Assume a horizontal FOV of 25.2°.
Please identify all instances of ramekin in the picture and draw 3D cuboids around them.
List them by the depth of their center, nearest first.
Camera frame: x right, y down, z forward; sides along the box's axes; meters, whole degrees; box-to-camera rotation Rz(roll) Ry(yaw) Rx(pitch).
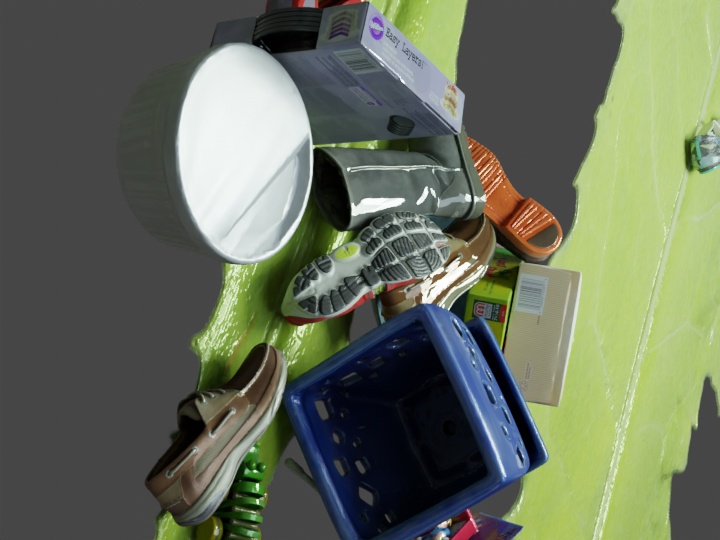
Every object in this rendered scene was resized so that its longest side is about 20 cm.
[{"bbox_3d":[-0.138,-0.106,1.488,0.202,0.094,0.203,0,90,-55],"label":"ramekin"}]

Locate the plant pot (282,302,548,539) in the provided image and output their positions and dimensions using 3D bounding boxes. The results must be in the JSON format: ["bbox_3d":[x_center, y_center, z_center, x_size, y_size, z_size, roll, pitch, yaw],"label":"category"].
[{"bbox_3d":[0.067,0.162,1.660,0.180,0.200,0.200,1,61,-62],"label":"plant pot"}]

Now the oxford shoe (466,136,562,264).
[{"bbox_3d":[0.142,-0.080,1.864,0.071,0.073,0.200,-40,82,-23],"label":"oxford shoe"}]

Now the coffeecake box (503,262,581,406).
[{"bbox_3d":[0.211,0.074,1.872,0.200,0.073,0.154,16,84,-82],"label":"coffeecake box"}]

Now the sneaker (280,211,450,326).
[{"bbox_3d":[0.000,0.000,1.671,0.200,0.085,0.077,-23,80,-27],"label":"sneaker"}]

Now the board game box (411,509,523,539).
[{"bbox_3d":[0.078,0.287,1.731,0.158,0.200,0.039,-25,95,-15],"label":"board game box"}]

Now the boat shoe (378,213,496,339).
[{"bbox_3d":[0.083,-0.008,1.757,0.200,0.076,0.074,-52,127,-41],"label":"boat shoe"}]

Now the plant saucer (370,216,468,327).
[{"bbox_3d":[0.059,0.014,1.819,0.201,0.039,0.201,0,91,-55],"label":"plant saucer"}]

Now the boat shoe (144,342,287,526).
[{"bbox_3d":[-0.135,0.143,1.515,0.072,0.076,0.200,40,56,-18],"label":"boat shoe"}]

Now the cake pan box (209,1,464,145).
[{"bbox_3d":[-0.024,-0.188,1.572,0.200,0.184,0.052,34,59,-49],"label":"cake pan box"}]

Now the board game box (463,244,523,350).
[{"bbox_3d":[0.152,0.044,1.859,0.200,0.048,0.102,-58,157,-69],"label":"board game box"}]

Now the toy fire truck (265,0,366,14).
[{"bbox_3d":[-0.025,-0.297,1.682,0.200,0.049,0.141,-7,96,-54],"label":"toy fire truck"}]

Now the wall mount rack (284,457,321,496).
[{"bbox_3d":[-0.053,0.300,1.644,0.200,0.075,0.174,-50,133,-42],"label":"wall mount rack"}]

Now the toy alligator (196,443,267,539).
[{"bbox_3d":[-0.113,0.208,1.557,0.059,0.054,0.200,21,70,-38],"label":"toy alligator"}]

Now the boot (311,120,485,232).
[{"bbox_3d":[0.028,-0.121,1.745,0.200,0.073,0.182,-5,57,-32],"label":"boot"}]

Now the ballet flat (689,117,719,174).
[{"bbox_3d":[0.570,-0.208,2.515,0.200,0.074,0.074,-28,114,-55],"label":"ballet flat"}]
